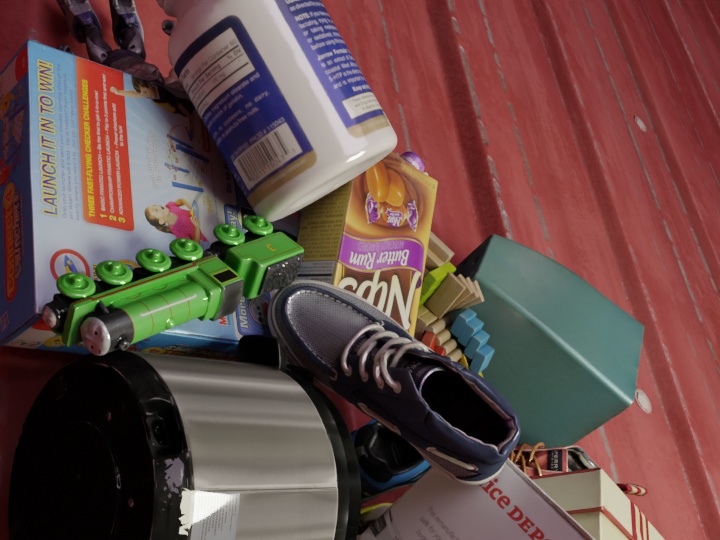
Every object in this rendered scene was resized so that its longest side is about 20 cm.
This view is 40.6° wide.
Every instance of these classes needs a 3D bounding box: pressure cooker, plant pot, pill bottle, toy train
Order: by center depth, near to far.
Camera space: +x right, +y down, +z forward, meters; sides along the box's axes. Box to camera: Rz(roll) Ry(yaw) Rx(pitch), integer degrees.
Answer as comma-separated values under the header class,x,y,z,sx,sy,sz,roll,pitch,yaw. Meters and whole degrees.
class,x,y,z,sx,sy,sz,roll,pitch,yaw
pressure cooker,-0.096,0.145,0.615,0.199,0.176,0.179,11,35,-46
toy train,-0.110,0.009,0.620,0.056,0.042,0.199,36,33,22
pill bottle,-0.070,-0.149,0.709,0.119,0.119,0.201,-30,91,-55
plant pot,0.177,0.071,1.043,0.200,0.141,0.142,40,36,-6

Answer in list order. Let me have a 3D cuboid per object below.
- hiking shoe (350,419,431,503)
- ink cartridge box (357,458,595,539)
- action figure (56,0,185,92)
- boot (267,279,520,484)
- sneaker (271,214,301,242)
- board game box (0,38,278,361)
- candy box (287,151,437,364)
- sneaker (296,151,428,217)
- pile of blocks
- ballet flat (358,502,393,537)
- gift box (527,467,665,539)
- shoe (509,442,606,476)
class,x,y,z,sx,sy,sz,roll,pitch,yaw
hiking shoe,0.058,0.149,0.845,0.199,0.087,0.075,-19,76,-40
ink cartridge box,0.059,0.234,0.661,0.146,0.200,0.086,40,-13,49
action figure,-0.206,-0.182,0.824,0.129,0.070,0.201,-13,47,-21
boot,0.021,0.061,0.648,0.199,0.091,0.073,34,70,11
sneaker,-0.039,0.051,0.864,0.200,0.075,0.115,49,52,-36
board game box,-0.155,-0.038,0.690,0.195,0.056,0.202,13,59,-42
candy box,0.000,0.000,0.813,0.116,0.056,0.202,25,71,-48
sneaker,0.008,-0.073,0.927,0.072,0.115,0.200,38,7,13
pile of blocks,0.081,0.056,0.967,0.062,0.082,0.202,-26,91,-55
ballet flat,0.001,0.220,0.765,0.199,0.067,0.067,-1,60,-50
gift box,0.148,0.270,0.785,0.200,0.183,0.188,49,39,-45
shoe,0.157,0.190,0.950,0.199,0.091,0.072,35,39,-25
